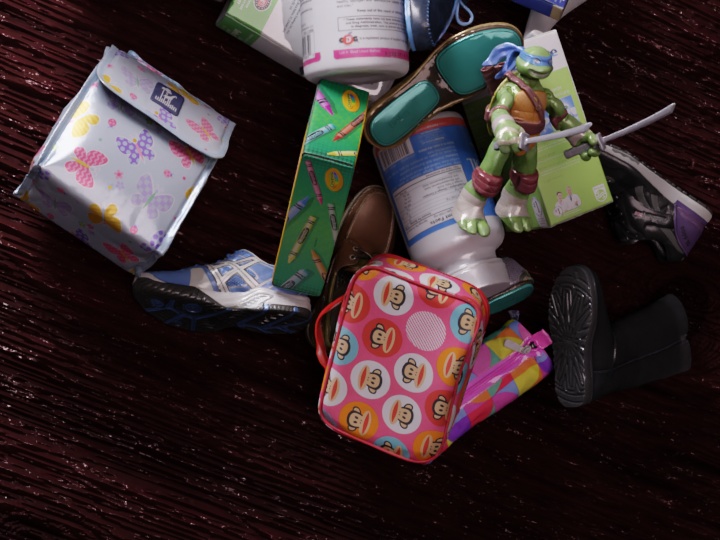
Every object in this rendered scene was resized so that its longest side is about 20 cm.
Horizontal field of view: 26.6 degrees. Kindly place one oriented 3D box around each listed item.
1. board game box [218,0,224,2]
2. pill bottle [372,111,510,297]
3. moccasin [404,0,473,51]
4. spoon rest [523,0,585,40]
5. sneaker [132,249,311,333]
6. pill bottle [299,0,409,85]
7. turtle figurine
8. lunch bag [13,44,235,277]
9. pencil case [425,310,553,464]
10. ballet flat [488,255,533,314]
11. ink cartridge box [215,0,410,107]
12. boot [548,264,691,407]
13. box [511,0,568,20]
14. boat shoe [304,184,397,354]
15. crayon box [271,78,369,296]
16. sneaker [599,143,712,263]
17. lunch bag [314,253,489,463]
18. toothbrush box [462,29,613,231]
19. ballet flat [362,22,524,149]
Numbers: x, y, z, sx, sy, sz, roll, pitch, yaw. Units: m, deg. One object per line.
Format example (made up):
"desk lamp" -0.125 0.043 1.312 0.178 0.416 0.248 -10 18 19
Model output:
"board game box" -0.216 -0.354 1.595 0.198 0.196 0.057 16 85 -14
"pill bottle" 0.095 -0.064 1.691 0.111 0.112 0.202 -16 79 -14
"moccasin" 0.088 -0.310 1.625 0.067 0.081 0.201 1 47 12
"spoon rest" 0.237 -0.335 1.786 0.099 0.061 0.201 32 66 -13
"sneaker" -0.152 0.020 1.680 0.197 0.076 0.078 7 60 -11
"pill bottle" -0.009 -0.303 1.602 0.112 0.113 0.203 -3 89 -14
"turtle figurine" 0.184 -0.115 1.562 0.198 0.144 0.195 27 122 11
"lunch bag" -0.243 -0.127 1.620 0.169 0.127 0.201 36 61 -12
"pencil case" 0.127 0.135 1.735 0.199 0.088 0.089 -37 98 -11
"ballet flat" 0.102 0.041 1.746 0.199 0.072 0.073 -28 96 -13
"ink cartridge box" -0.040 -0.289 1.696 0.199 0.084 0.147 30 81 -12
"boot" 0.306 0.059 1.748 0.198 0.065 0.167 -12 111 -37
"box" 0.161 -0.378 1.744 0.198 0.032 0.122 25 69 5
"boat shoe" 0.000 0.000 1.711 0.071 0.068 0.202 19 84 -13
"crayon box" -0.043 -0.085 1.617 0.058 0.201 0.120 13 45 -3
"sneaker" 0.317 -0.079 1.794 0.199 0.076 0.088 31 88 -12
"lunch bag" 0.033 0.090 1.629 0.174 0.082 0.202 20 107 9
"toothbrush box" 0.192 -0.153 1.723 0.085 0.145 0.202 -22 94 -14
"ballet flat" 0.082 -0.205 1.633 0.199 0.063 0.069 -32 108 3
